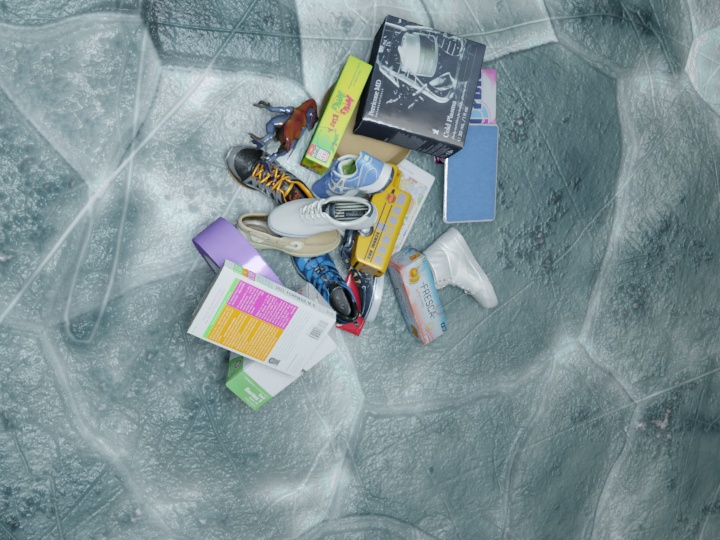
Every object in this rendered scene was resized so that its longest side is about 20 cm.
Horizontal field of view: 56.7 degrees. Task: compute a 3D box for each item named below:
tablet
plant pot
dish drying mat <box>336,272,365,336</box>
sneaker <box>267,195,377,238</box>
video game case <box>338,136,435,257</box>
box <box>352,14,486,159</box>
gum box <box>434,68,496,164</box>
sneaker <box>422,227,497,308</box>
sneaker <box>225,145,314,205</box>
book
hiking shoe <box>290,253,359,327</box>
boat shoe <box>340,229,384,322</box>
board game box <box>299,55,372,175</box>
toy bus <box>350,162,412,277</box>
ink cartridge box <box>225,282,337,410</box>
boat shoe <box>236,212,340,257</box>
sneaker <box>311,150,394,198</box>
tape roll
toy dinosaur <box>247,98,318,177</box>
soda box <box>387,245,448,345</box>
[{"bbox_3d":[0.226,-0.199,1.368,0.129,0.014,0.202,-5,102,-25],"label":"tablet"},{"bbox_3d":[0.014,-0.287,1.305,0.198,0.027,0.202,0,90,-12],"label":"plant pot"},{"bbox_3d":[0.004,0.031,1.371,0.076,0.018,0.201,23,88,-24],"label":"dish drying mat"},{"bbox_3d":[-0.070,-0.104,1.180,0.198,0.071,0.074,-7,76,3],"label":"sneaker"},{"bbox_3d":[0.035,-0.144,1.346,0.181,0.023,0.201,28,86,-18],"label":"video game case"},{"bbox_3d":[0.107,-0.337,1.247,0.195,0.124,0.202,13,87,-8],"label":"box"},{"bbox_3d":[0.217,-0.324,1.387,0.113,0.066,0.202,-6,101,-24],"label":"gum box"},{"bbox_3d":[0.204,0.021,1.436,0.115,0.074,0.201,-37,101,-13],"label":"sneaker"},{"bbox_3d":[-0.158,-0.167,1.238,0.199,0.077,0.079,32,86,-23],"label":"sneaker"},{"bbox_3d":[-0.157,0.081,1.076,0.199,0.048,0.134,28,115,-18],"label":"book"},{"bbox_3d":[-0.061,0.017,1.296,0.074,0.087,0.201,-39,101,-15],"label":"hiking shoe"},{"bbox_3d":[0.000,0.000,1.315,0.090,0.071,0.202,7,98,-10],"label":"boat shoe"},{"bbox_3d":[-0.047,-0.282,1.227,0.047,0.102,0.201,24,86,-10],"label":"board game box"},{"bbox_3d":[0.039,-0.096,1.249,0.078,0.065,0.201,21,76,-4],"label":"toy bus"},{"bbox_3d":[-0.142,0.135,1.214,0.200,0.146,0.084,-37,113,12],"label":"ink cartridge box"},{"bbox_3d":[-0.132,-0.073,1.246,0.198,0.065,0.073,6,65,-12],"label":"boat shoe"},{"bbox_3d":[-0.027,-0.177,1.234,0.077,0.199,0.076,36,59,-33],"label":"sneaker"},{"bbox_3d":[-0.208,0.004,1.172,0.066,0.200,0.201,-40,111,-14],"label":"tape roll"},{"bbox_3d":[-0.115,-0.249,1.192,0.182,0.199,0.105,-46,129,-27],"label":"toy dinosaur"},{"bbox_3d":[0.117,0.052,1.377,0.068,0.064,0.201,-31,123,-17],"label":"soda box"}]
